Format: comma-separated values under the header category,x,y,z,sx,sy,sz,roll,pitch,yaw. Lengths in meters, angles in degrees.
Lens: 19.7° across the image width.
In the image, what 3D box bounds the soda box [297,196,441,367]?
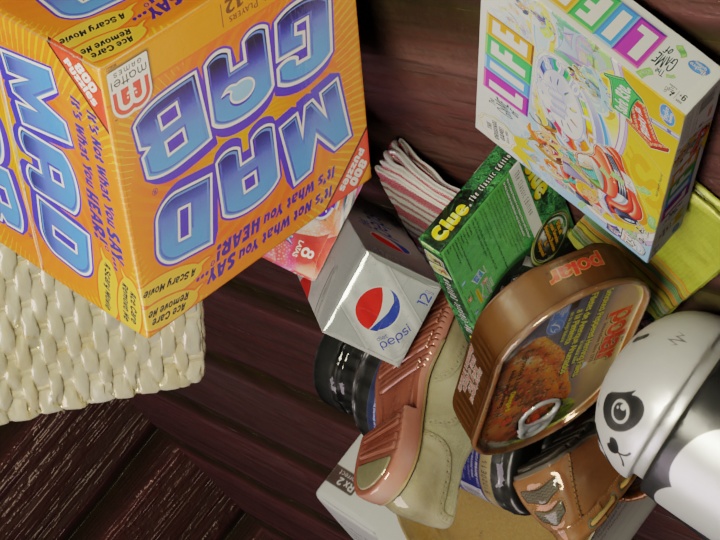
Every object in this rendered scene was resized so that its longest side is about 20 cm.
category,x,y,z,sx,sy,sz,roll,pitch,yaw
soda box,0.000,0.000,1.499,0.063,0.069,0.200,25,-169,-15

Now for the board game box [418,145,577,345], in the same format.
category,x,y,z,sx,sy,sz,roll,pitch,yaw
board game box,0.099,-0.005,1.356,0.023,0.105,0.200,35,165,30

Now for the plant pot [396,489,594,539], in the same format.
category,x,y,z,sx,sy,sz,roll,pitch,yaw
plant pot,0.109,0.148,1.578,0.200,0.201,0.027,29,-170,36

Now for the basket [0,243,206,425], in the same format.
category,x,y,z,sx,sy,sz,roll,pitch,yaw
basket,-0.222,-0.015,1.472,0.161,0.197,0.201,-121,25,-49

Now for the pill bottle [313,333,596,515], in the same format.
category,x,y,z,sx,sy,sz,roll,pitch,yaw
pill bottle,0.065,0.095,1.532,0.199,0.112,0.112,23,159,36

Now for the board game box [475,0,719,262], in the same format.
category,x,y,z,sx,sy,sz,roll,pitch,yaw
board game box,0.125,-0.092,1.131,0.134,0.034,0.200,40,165,16

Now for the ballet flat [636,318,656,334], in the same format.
category,x,y,z,sx,sy,sz,roll,pitch,yaw
ballet flat,0.247,0.117,1.418,0.200,0.071,0.069,40,161,-2

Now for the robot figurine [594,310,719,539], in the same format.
category,x,y,z,sx,sy,sz,roll,pitch,yaw
robot figurine,0.242,0.112,1.297,0.200,0.151,0.125,35,-167,13

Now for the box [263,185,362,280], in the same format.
category,x,y,z,sx,sy,sz,roll,pitch,yaw
box,-0.079,-0.067,1.545,0.102,0.095,0.200,26,-179,-19

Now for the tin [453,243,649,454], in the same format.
category,x,y,z,sx,sy,sz,roll,pitch,yaw
tin,0.120,0.051,1.327,0.200,0.111,0.042,102,145,-58

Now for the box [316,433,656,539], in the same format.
category,x,y,z,sx,sy,sz,roll,pitch,yaw
box,0.109,0.179,1.705,0.198,0.200,0.131,28,164,39

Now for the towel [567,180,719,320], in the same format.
category,x,y,z,sx,sy,sz,roll,pitch,yaw
towel,0.181,-0.019,1.277,0.086,0.018,0.200,38,166,3

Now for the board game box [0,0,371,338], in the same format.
category,x,y,z,sx,sy,sz,roll,pitch,yaw
board game box,-0.137,-0.125,1.276,0.199,0.200,0.201,29,142,34

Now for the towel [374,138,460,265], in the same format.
category,x,y,z,sx,sy,sz,roll,pitch,yaw
towel,0.094,-0.011,1.518,0.146,0.030,0.200,33,167,28

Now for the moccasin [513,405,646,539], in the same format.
category,x,y,z,sx,sy,sz,roll,pitch,yaw
moccasin,0.180,0.132,1.437,0.073,0.201,0.078,-29,91,31

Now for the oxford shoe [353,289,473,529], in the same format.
category,x,y,z,sx,sy,sz,roll,pitch,yaw
oxford shoe,0.053,0.090,1.438,0.074,0.201,0.071,33,143,-18
